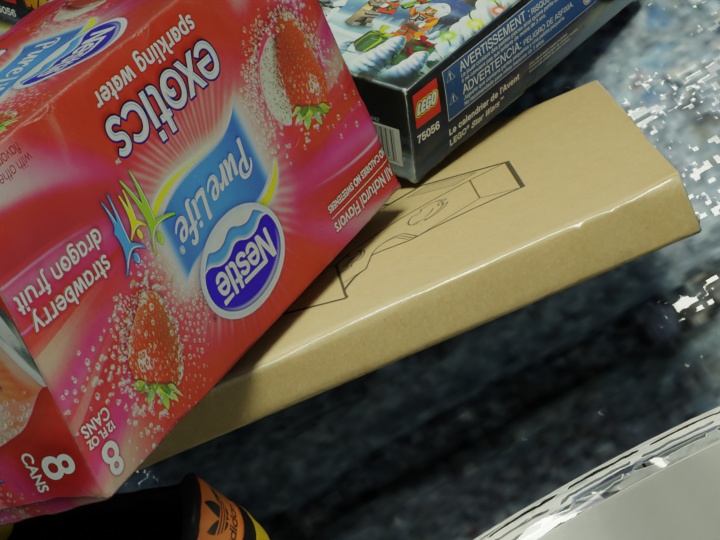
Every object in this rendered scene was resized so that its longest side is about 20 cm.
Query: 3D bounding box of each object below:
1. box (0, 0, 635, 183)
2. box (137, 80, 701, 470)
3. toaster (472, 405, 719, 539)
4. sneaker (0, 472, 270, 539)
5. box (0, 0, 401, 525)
[{"bbox_3d":[-0.020,-0.106,1.014,0.199,0.040,0.137,20,43,33],"label":"box"},{"bbox_3d":[0.000,0.000,0.904,0.199,0.021,0.164,-23,15,1],"label":"box"},{"bbox_3d":[0.108,0.116,0.764,0.199,0.114,0.129,-29,46,-2],"label":"toaster"},{"bbox_3d":[-0.121,0.104,0.871,0.199,0.090,0.070,-13,49,9],"label":"sneaker"},{"bbox_3d":[-0.081,-0.015,0.840,0.095,0.100,0.200,-14,19,33],"label":"box"}]
